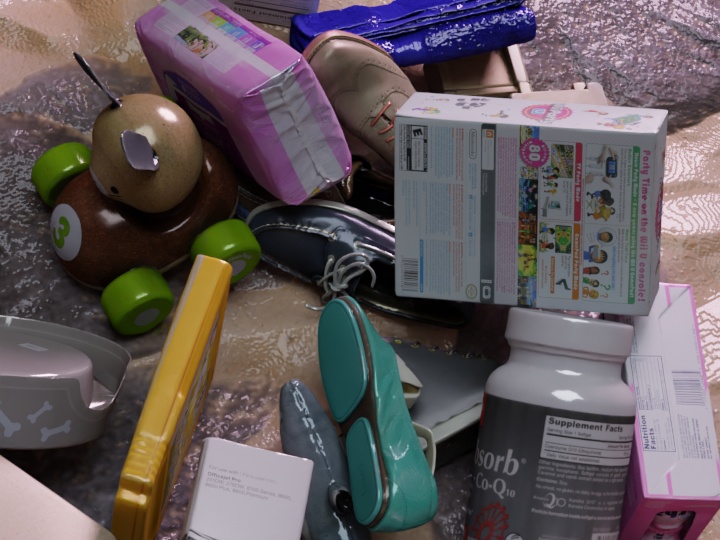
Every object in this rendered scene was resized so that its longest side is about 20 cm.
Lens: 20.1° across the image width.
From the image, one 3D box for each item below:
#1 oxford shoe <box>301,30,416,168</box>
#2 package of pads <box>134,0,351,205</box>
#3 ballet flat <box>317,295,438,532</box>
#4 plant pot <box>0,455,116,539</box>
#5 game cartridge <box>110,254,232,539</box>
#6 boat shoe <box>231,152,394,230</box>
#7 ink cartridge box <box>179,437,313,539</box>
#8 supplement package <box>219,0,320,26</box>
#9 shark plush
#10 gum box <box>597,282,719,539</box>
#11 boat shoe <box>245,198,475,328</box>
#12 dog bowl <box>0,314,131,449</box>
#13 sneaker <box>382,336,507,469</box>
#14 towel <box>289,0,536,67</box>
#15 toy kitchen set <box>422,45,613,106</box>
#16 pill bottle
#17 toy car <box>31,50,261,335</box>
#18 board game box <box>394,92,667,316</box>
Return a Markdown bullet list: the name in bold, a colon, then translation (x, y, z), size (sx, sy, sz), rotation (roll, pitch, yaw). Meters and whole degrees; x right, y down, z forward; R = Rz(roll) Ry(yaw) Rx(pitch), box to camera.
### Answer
- **oxford shoe**: translation (0.026, -0.126, 1.657), size (0.070, 0.200, 0.075), rotation (-49, 45, 5)
- **package of pads**: translation (-0.095, -0.141, 1.641), size (0.076, 0.121, 0.200), rotation (-34, 38, -16)
- **ballet flat**: translation (0.017, 0.111, 1.527), size (0.070, 0.067, 0.201), rotation (11, 48, -30)
- **plant pot**: translation (-0.276, 0.236, 1.382), size (0.200, 0.200, 0.177), rotation (32, 51, 10)
- **game cartridge**: translation (-0.141, 0.116, 1.485), size (0.032, 0.177, 0.201), rotation (15, 57, 0)
- **boat shoe**: translation (-0.019, -0.066, 1.683), size (0.199, 0.072, 0.072), rotation (14, 57, -2)
- **ink cartridge box**: translation (-0.097, 0.241, 1.433), size (0.084, 0.145, 0.201), rotation (13, 57, -4)
- **supplement package**: translation (-0.074, -0.319, 1.756), size (0.109, 0.200, 0.114), rotation (10, 56, -5)
- **shark plush**: translation (-0.026, 0.184, 1.519), size (0.090, 0.083, 0.201), rotation (-4, 59, -14)
- **gum box**: translation (0.226, 0.123, 1.586), size (0.066, 0.114, 0.201), rotation (2, 57, -9)
- **boat shoe**: translation (0.000, 0.000, 1.649), size (0.199, 0.075, 0.062), rotation (19, 45, -9)
- **dog bowl**: translation (-0.270, 0.080, 1.490), size (0.199, 0.200, 0.059), rotation (8, 100, -5)
- **sneaker**: translation (0.079, 0.080, 1.609), size (0.199, 0.075, 0.106), rotation (-25, 65, -22)
- **towel**: translation (0.041, -0.213, 1.743), size (0.199, 0.050, 0.148), rotation (-12, 21, -8)
- **toy kitchen set**: translation (0.166, -0.147, 1.706), size (0.162, 0.181, 0.201), rotation (-5, 59, -15)
- **pill bottle**: translation (0.143, 0.133, 1.514), size (0.115, 0.116, 0.201), rotation (8, 91, -6)
- **toy car**: translation (-0.181, -0.077, 1.571), size (0.157, 0.200, 0.165), rotation (-29, 65, -7)
- **board game box**: translation (0.128, -0.051, 1.549), size (0.199, 0.148, 0.064), rotation (6, 22, 15)
